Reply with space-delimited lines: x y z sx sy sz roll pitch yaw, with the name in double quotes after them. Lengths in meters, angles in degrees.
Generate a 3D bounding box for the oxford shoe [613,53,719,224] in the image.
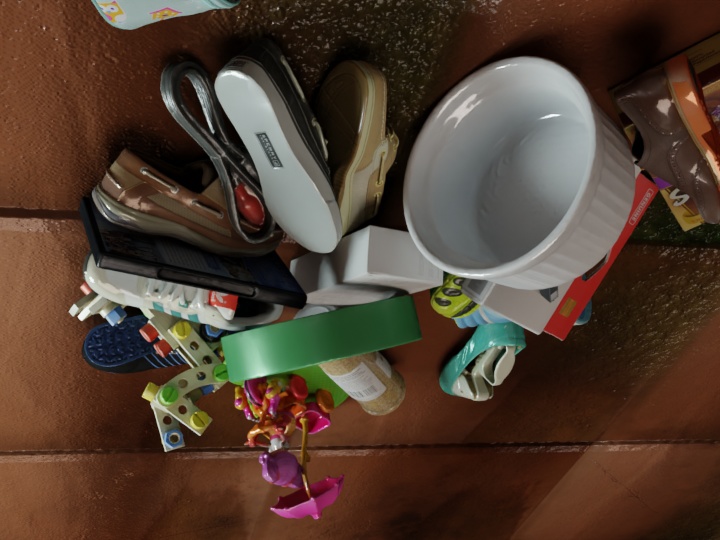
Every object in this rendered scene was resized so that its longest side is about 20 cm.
0.288 -0.109 0.853 0.073 0.071 0.200 -17 133 25 "oxford shoe"

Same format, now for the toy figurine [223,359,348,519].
-0.087 0.215 1.176 0.150 0.184 0.200 -29 138 24 "toy figurine"

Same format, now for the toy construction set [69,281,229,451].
-0.210 0.077 0.985 0.200 0.131 0.092 55 157 -15 "toy construction set"

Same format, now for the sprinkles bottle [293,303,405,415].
-0.012 0.111 1.152 0.068 0.068 0.200 -21 142 15 "sprinkles bottle"

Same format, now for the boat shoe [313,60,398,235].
-0.002 -0.114 0.868 0.066 0.074 0.200 -21 150 -27 "boat shoe"

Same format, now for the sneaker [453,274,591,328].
0.178 0.029 1.095 0.130 0.080 0.200 -12 163 37 "sneaker"

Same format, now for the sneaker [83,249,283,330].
-0.164 0.013 0.916 0.200 0.070 0.093 21 166 -35 "sneaker"

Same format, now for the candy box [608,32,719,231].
0.338 -0.129 0.928 0.117 0.057 0.200 -27 141 21 "candy box"

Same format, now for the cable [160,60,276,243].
-0.122 -0.099 0.847 0.050 0.097 0.200 14 159 47 "cable"

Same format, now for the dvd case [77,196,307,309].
-0.161 -0.017 0.898 0.200 0.143 0.018 14 109 -28 "dvd case"

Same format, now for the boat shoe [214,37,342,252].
-0.056 -0.105 0.823 0.071 0.064 0.200 5 134 34 "boat shoe"

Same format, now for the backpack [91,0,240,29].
-0.129 -0.252 0.562 0.153 0.176 0.200 -9 147 5 "backpack"

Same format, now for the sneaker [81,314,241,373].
-0.214 0.074 1.070 0.200 0.070 0.078 -6 171 -19 "sneaker"

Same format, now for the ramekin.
0.144 -0.078 0.839 0.200 0.201 0.098 -34 144 29 "ramekin"

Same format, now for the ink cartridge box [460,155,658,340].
0.217 -0.029 0.950 0.176 0.045 0.200 25 98 -36 "ink cartridge box"

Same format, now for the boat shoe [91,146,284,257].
-0.149 -0.065 0.887 0.200 0.076 0.072 13 113 -43 "boat shoe"

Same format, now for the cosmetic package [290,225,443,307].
0.000 0.000 0.956 0.082 0.051 0.200 7 168 -25 "cosmetic package"

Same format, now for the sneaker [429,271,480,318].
0.135 -0.042 0.984 0.074 0.084 0.200 32 108 -36 "sneaker"

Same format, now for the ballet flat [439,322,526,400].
0.154 0.126 1.208 0.067 0.070 0.200 4 141 -18 "ballet flat"

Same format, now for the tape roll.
-0.039 0.069 0.956 0.200 0.048 0.200 -12 177 -1 "tape roll"
